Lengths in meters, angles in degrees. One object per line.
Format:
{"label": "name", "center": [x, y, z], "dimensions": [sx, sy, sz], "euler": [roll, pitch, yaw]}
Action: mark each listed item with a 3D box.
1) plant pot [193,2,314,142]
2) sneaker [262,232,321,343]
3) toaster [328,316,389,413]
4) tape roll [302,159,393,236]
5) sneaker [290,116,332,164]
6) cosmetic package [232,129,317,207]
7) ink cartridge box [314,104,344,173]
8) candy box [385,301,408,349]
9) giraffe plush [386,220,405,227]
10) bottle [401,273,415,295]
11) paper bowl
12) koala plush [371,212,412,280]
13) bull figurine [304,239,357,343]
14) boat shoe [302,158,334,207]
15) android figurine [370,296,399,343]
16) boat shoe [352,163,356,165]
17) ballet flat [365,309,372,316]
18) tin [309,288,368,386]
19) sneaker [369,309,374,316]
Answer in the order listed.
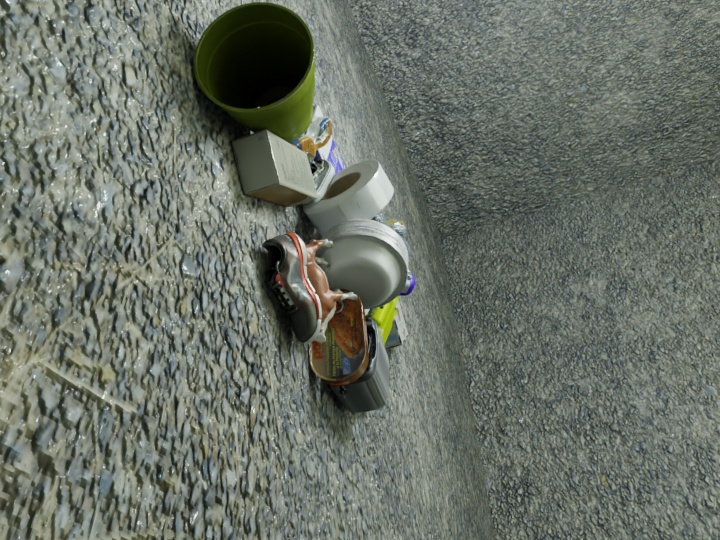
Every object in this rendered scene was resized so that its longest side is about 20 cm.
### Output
{"label": "plant pot", "center": [-0.163, -0.326, 0.976], "dimensions": [0.193, 0.200, 0.201], "euler": [64, 14, -75]}
{"label": "sneaker", "center": [-0.131, 0.034, 0.956], "dimensions": [0.082, 0.077, 0.200], "euler": [-9, 81, -48]}
{"label": "toaster", "center": [-0.002, 0.203, 1.130], "dimensions": [0.200, 0.114, 0.129], "euler": [-90, 161, -48]}
{"label": "tape roll", "center": [-0.028, -0.162, 1.225], "dimensions": [0.071, 0.202, 0.203], "euler": [57, 21, -26]}
{"label": "sneaker", "center": [-0.141, -0.286, 1.229], "dimensions": [0.200, 0.088, 0.075], "euler": [-56, 156, -45]}
{"label": "cosmetic package", "center": [-0.157, -0.187, 1.040], "dimensions": [0.200, 0.071, 0.105], "euler": [6, 69, -75]}
{"label": "ink cartridge box", "center": [-0.099, -0.310, 1.440], "dimensions": [0.200, 0.043, 0.198], "euler": [-88, 158, -55]}
{"label": "candy box", "center": [0.080, 0.119, 1.624], "dimensions": [0.136, 0.061, 0.200], "euler": [-21, 95, -76]}
{"label": "giraffe plush", "center": [0.036, -0.056, 1.535], "dimensions": [0.200, 0.172, 0.162], "euler": [42, -22, 39]}
{"label": "bottle", "center": [0.044, 0.024, 1.401], "dimensions": [0.200, 0.065, 0.084], "euler": [4, 34, -35]}
{"label": "paper bowl", "center": [0.000, 0.000, 1.150], "dimensions": [0.104, 0.200, 0.201], "euler": [-81, 152, -52]}
{"label": "koala plush", "center": [0.045, -0.052, 1.306], "dimensions": [0.200, 0.184, 0.178], "euler": [16, 57, -39]}
{"label": "bull figurine", "center": [-0.082, 0.034, 1.040], "dimensions": [0.121, 0.065, 0.200], "euler": [-19, 86, -42]}
{"label": "boat shoe", "center": [-0.108, -0.221, 1.260], "dimensions": [0.064, 0.071, 0.200], "euler": [59, 19, -28]}
{"label": "android figurine", "center": [0.044, 0.152, 1.347], "dimensions": [0.182, 0.041, 0.200], "euler": [91, 22, -55]}
{"label": "boat shoe", "center": [-0.024, -0.198, 1.482], "dimensions": [0.072, 0.070, 0.201], "euler": [119, -25, -65]}
{"label": "ballet flat", "center": [-0.010, 0.099, 1.275], "dimensions": [0.068, 0.075, 0.200], "euler": [63, 15, -1]}
{"label": "tin", "center": [-0.043, 0.128, 1.061], "dimensions": [0.042, 0.112, 0.200], "euler": [71, 12, -53]}
{"label": "sneaker", "center": [0.040, 0.071, 1.455], "dimensions": [0.200, 0.095, 0.079], "euler": [-81, 151, -59]}
